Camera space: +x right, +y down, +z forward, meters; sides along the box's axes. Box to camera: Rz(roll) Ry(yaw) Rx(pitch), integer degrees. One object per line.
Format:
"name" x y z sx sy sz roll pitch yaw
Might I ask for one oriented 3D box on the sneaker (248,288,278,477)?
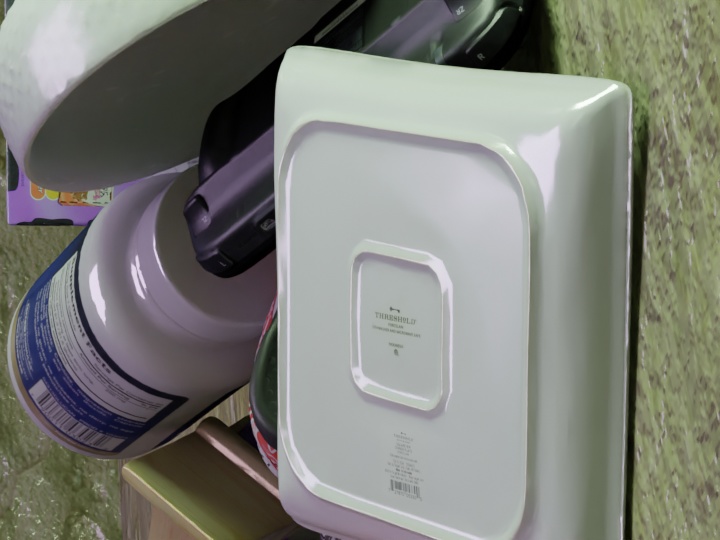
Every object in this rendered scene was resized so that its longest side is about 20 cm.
"sneaker" -0.001 0.000 1.077 0.108 0.067 0.203 93 -164 -70

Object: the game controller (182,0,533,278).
"game controller" -0.002 -0.078 1.004 0.200 0.042 0.105 -36 26 33

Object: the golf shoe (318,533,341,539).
"golf shoe" 0.012 0.142 1.137 0.200 0.077 0.095 121 158 -55

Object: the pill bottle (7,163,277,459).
"pill bottle" -0.096 0.017 1.181 0.200 0.110 0.112 143 127 -59

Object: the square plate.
"square plate" 0.024 0.021 0.901 0.199 0.028 0.200 13 105 51

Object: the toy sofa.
"toy sofa" -0.073 0.178 1.241 0.083 0.097 0.201 36 130 32

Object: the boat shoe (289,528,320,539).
"boat shoe" -0.014 0.149 1.291 0.060 0.072 0.202 52 -178 -37

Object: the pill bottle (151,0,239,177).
"pill bottle" -0.064 -0.084 1.238 0.114 0.113 0.201 -108 -6 -60

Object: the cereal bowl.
"cereal bowl" -0.079 -0.120 1.063 0.084 0.199 0.200 62 164 11

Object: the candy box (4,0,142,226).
"candy box" -0.108 -0.114 1.406 0.072 0.198 0.169 -106 18 -74
